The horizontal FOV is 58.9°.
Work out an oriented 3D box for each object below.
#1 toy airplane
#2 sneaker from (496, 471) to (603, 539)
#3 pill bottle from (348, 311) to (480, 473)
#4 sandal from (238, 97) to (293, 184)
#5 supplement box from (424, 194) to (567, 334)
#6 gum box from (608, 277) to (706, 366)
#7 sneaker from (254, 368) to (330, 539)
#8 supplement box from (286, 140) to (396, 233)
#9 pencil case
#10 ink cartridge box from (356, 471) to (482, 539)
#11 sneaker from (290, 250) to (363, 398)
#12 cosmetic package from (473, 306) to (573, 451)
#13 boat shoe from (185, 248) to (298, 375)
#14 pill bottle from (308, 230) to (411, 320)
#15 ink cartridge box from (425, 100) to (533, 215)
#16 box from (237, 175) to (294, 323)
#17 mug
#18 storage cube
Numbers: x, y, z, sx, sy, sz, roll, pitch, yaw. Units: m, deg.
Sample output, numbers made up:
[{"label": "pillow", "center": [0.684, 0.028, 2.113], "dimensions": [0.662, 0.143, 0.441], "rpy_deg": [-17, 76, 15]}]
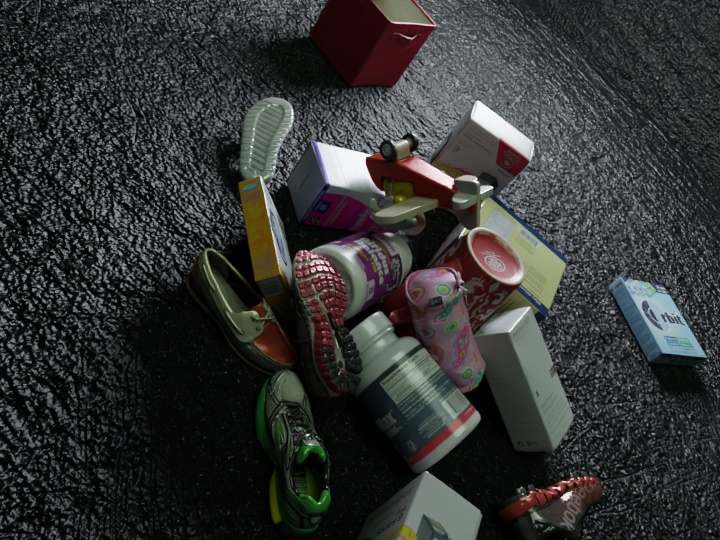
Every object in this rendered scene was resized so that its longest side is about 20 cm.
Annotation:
[{"label": "toy airplane", "center": [0.107, -0.113, 1.013], "dimensions": [0.199, 0.142, 0.200], "rpy_deg": [8, 35, -12]}, {"label": "sneaker", "center": [0.287, 0.352, 0.918], "dimensions": [0.200, 0.071, 0.098], "rpy_deg": [-1, 54, -36]}, {"label": "pill bottle", "center": [0.057, 0.161, 0.876], "dimensions": [0.200, 0.120, 0.119], "rpy_deg": [50, 41, 12]}, {"label": "sandal", "center": [-0.172, -0.221, 1.107], "dimensions": [0.082, 0.050, 0.203], "rpy_deg": [16, 57, -5]}, {"label": "supplement box", "center": [0.238, 0.003, 1.148], "dimensions": [0.200, 0.134, 0.200], "rpy_deg": [41, 40, 1]}, {"label": "gum box", "center": [0.673, 0.117, 1.451], "dimensions": [0.169, 0.045, 0.201], "rpy_deg": [8, 50, -32]}, {"label": "sneaker", "center": [-0.071, 0.206, 0.763], "dimensions": [0.078, 0.085, 0.201], "rpy_deg": [7, 49, -33]}, {"label": "supplement box", "center": [-0.011, -0.137, 1.109], "dimensions": [0.199, 0.101, 0.104], "rpy_deg": [5, 51, -34]}, {"label": "pencil case", "center": [0.123, 0.086, 0.907], "dimensions": [0.088, 0.087, 0.201], "rpy_deg": [-75, 152, -47]}, {"label": "ink cartridge box", "center": [0.036, 0.338, 0.677], "dimensions": [0.087, 0.145, 0.200], "rpy_deg": [38, 41, 0]}, {"label": "sneaker", "center": [-0.062, 0.068, 0.841], "dimensions": [0.080, 0.075, 0.201], "rpy_deg": [6, 64, -40]}, {"label": "cosmetic package", "center": [0.256, 0.170, 1.003], "dimensions": [0.102, 0.074, 0.201], "rpy_deg": [-33, 104, -49]}, {"label": "boat shoe", "center": [-0.152, 0.057, 0.853], "dimensions": [0.200, 0.063, 0.071], "rpy_deg": [47, 38, 5]}, {"label": "pill bottle", "center": [0.000, 0.000, 0.976], "dimensions": [0.112, 0.112, 0.200], "rpy_deg": [49, 32, 10]}, {"label": "ink cartridge box", "center": [0.226, -0.212, 1.283], "dimensions": [0.147, 0.200, 0.086], "rpy_deg": [32, 41, -9]}, {"label": "box", "center": [-0.132, -0.039, 0.918], "dimensions": [0.041, 0.119, 0.201], "rpy_deg": [-18, 56, 0]}, {"label": "mug", "center": [0.140, 0.044, 0.983], "dimensions": [0.134, 0.200, 0.177], "rpy_deg": [49, 40, 10]}, {"label": "storage cube", "center": [0.025, -0.541, 1.445], "dimensions": [0.171, 0.180, 0.200], "rpy_deg": [-19, 68, -46]}]
